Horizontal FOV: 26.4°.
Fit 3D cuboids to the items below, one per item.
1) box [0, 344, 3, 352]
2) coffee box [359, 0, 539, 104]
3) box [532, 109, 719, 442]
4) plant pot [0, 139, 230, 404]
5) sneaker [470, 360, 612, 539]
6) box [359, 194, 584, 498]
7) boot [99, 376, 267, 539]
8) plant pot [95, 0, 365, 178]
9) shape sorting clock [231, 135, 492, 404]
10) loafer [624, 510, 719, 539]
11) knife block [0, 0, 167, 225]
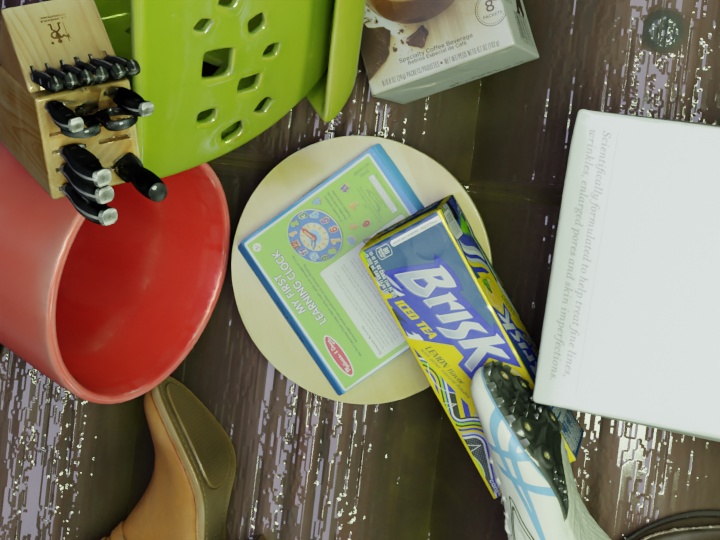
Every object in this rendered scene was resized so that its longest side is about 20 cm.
[{"bbox_3d":[-0.397,0.036,1.198,0.163,0.200,0.087,28,99,16],"label":"box"},{"bbox_3d":[0.043,-0.235,1.108,0.112,0.080,0.201,-17,85,19],"label":"coffee box"},{"bbox_3d":[0.235,0.006,1.016,0.199,0.131,0.200,10,93,19],"label":"box"},{"bbox_3d":[-0.226,-0.019,1.154,0.177,0.200,0.202,18,96,29],"label":"plant pot"},{"bbox_3d":[0.117,0.156,1.031,0.072,0.072,0.201,-22,101,24],"label":"sneaker"},{"bbox_3d":[0.079,0.052,1.082,0.070,0.064,0.201,-27,95,17],"label":"box"},{"bbox_3d":[-0.162,0.197,1.193,0.155,0.077,0.201,-28,89,21],"label":"boot"},{"bbox_3d":[-0.103,-0.207,1.062,0.200,0.180,0.200,98,151,-43],"label":"plant pot"},{"bbox_3d":[0.000,0.000,1.145,0.199,0.039,0.201,1,94,9],"label":"shape sorting clock"},{"bbox_3d":[0.263,0.200,1.038,0.199,0.071,0.074,-11,86,19],"label":"loafer"},{"bbox_3d":[-0.185,-0.081,1.012,0.064,0.200,0.176,-14,69,-21],"label":"knife block"}]
